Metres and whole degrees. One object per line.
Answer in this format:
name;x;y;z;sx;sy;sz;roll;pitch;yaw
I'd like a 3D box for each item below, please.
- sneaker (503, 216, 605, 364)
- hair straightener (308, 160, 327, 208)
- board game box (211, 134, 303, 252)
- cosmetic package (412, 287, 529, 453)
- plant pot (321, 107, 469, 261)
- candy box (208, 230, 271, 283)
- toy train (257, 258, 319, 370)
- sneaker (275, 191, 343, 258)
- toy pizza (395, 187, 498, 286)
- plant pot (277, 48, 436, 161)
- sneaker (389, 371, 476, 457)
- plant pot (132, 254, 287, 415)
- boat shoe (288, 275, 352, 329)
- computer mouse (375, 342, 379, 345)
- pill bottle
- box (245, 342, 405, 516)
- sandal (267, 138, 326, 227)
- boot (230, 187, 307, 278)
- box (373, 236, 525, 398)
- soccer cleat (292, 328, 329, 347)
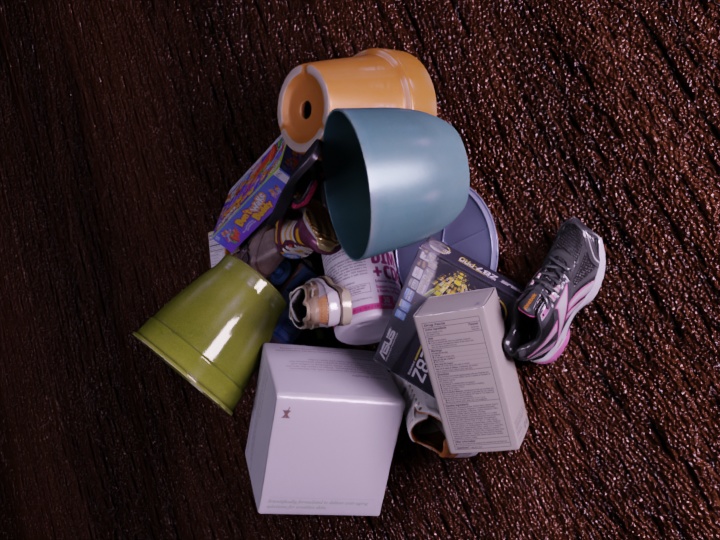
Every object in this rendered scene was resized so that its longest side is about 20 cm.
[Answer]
sneaker;0.240;0.034;1.150;0.080;0.085;0.203;31;114;41
hair straightener;-0.053;-0.190;1.518;0.076;0.040;0.204;-6;83;48
board game box;-0.162;-0.139;1.518;0.200;0.044;0.136;-41;25;35
cosmetic package;0.148;0.134;1.204;0.102;0.073;0.204;-8;105;26
plant pot;0.052;-0.126;1.232;0.200;0.158;0.205;169;90;-72
candy box;-0.205;0.027;1.637;0.055;0.114;0.204;-11;84;47
toy train;-0.136;0.075;1.540;0.200;0.086;0.114;-48;47;5
sneaker;-0.080;-0.048;1.361;0.091;0.074;0.200;-63;23;14
toy pizza;0.127;-0.029;1.319;0.198;0.031;0.205;2;92;47
plant pot;-0.018;-0.235;1.359;0.198;0.181;0.205;3;94;48
sneaker;0.088;0.200;1.334;0.200;0.084;0.074;40;121;45
plant pot;-0.219;0.088;1.433;0.199;0.201;0.194;26;72;45
boat shoe;-0.072;0.047;1.332;0.200;0.067;0.076;174;92;-72
computer mouse;-0.002;0.031;1.467;0.059;0.034;0.202;-50;56;38
pill bottle;0.000;0.000;1.394;0.113;0.112;0.203;-35;57;43
box;-0.060;0.240;1.381;0.172;0.195;0.204;-124;43;-66
sandal;-0.082;-0.118;1.297;0.045;0.076;0.200;33;147;-3
boot;-0.162;-0.074;1.560;0.145;0.070;0.202;-29;39;33
box;0.123;0.078;1.266;0.160;0.049;0.202;31;119;15
soccer cleat;-0.076;0.145;1.538;0.199;0.067;0.082;39;108;41
